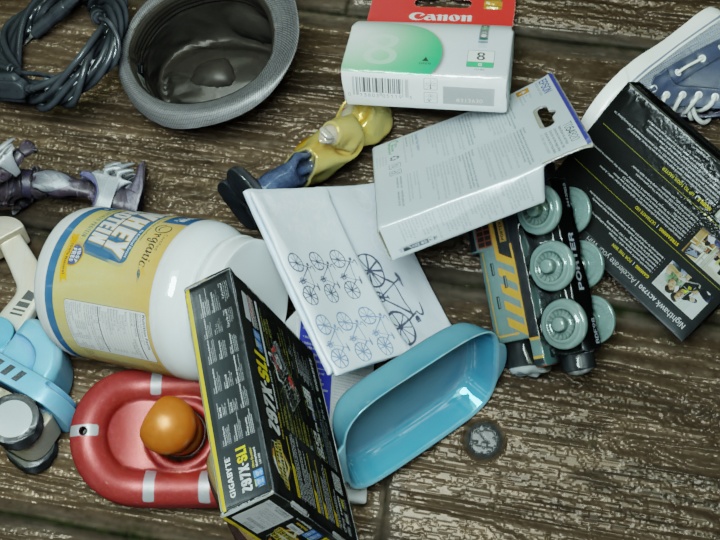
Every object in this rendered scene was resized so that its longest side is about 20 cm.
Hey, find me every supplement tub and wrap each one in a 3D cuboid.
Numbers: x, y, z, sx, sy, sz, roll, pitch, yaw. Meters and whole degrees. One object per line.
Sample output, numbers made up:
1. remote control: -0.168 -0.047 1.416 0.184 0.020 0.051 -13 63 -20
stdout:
1. supplement tub: -0.182 0.021 0.979 0.199 0.145 0.146 8 72 27

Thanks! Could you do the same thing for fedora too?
1. fedora: -0.146 -0.217 1.104 0.199 0.090 0.178 -19 70 7

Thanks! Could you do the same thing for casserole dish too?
1. casserole dish: 0.047 0.117 0.963 0.199 0.122 0.039 -31 50 -23

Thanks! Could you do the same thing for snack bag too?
1. snack bag: 0.000 0.000 0.991 0.021 0.199 0.190 -38 71 36

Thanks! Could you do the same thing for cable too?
1. cable: -0.308 -0.239 1.120 0.199 0.051 0.164 7 57 37

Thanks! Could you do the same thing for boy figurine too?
1. boy figurine: -0.043 -0.121 1.053 0.200 0.124 0.065 -40 91 -24

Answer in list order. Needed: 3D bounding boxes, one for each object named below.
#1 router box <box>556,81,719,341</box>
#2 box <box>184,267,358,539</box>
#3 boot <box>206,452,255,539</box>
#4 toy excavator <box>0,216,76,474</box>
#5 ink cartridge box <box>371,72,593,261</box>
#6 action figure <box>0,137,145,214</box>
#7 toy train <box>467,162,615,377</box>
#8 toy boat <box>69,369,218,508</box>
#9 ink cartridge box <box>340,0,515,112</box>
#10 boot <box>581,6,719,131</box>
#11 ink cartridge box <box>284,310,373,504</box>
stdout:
1. router box: 0.282 -0.057 1.003 0.200 0.051 0.149 46 117 16
2. box: -0.069 0.120 0.844 0.049 0.160 0.201 -25 54 12
3. boot: -0.094 0.268 0.923 0.200 0.072 0.167 49 127 20
4. toy excavator: -0.335 0.066 1.041 0.194 0.100 0.201 27 64 10
5. ink cartridge box: 0.109 -0.100 0.993 0.199 0.200 0.041 -22 116 11
6. action figure: -0.317 -0.087 1.066 0.198 0.130 0.070 3 85 -11
7. toy train: 0.165 0.002 1.001 0.113 0.085 0.202 -16 83 39
8. toy boat: -0.169 0.147 0.972 0.198 0.131 0.132 -2 72 4
9. ink cartridge box: 0.075 -0.241 1.071 0.160 0.050 0.201 4 50 9
10. boot: 0.316 -0.176 1.062 0.200 0.073 0.090 -39 68 -8
11. ink cartridge box: -0.033 0.112 0.994 0.094 0.037 0.202 16 71 -36
